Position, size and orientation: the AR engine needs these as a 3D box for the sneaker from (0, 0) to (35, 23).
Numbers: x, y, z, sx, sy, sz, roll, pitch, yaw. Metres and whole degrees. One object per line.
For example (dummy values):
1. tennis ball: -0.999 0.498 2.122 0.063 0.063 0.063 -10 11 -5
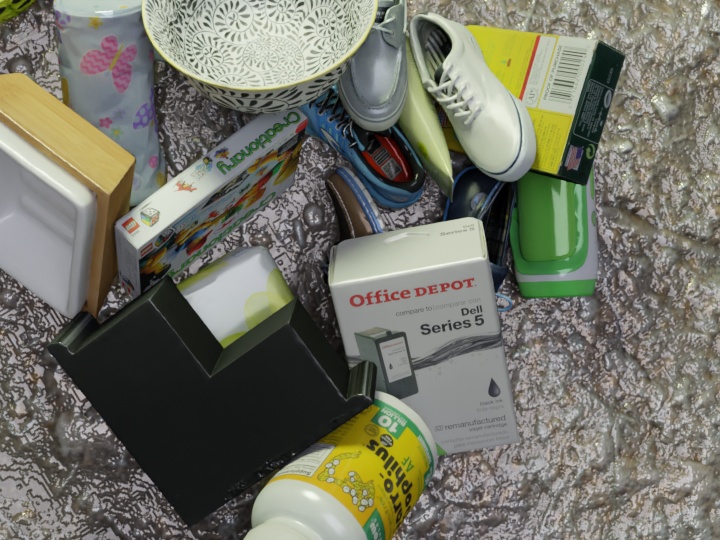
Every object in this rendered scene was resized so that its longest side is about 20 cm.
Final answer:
1. sneaker: -0.311 -0.314 1.060 0.083 0.074 0.201 31 74 -12

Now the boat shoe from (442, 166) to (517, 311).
1. boat shoe: 0.110 -0.005 1.128 0.084 0.068 0.202 6 89 -43

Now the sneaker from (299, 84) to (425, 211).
1. sneaker: -0.004 -0.146 1.109 0.200 0.090 0.079 43 82 -8

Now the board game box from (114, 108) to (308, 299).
1. board game box: -0.136 -0.063 1.041 0.200 0.126 0.035 -41 79 -22

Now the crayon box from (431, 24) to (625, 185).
1. crayon box: 0.149 -0.166 1.103 0.050 0.199 0.128 12 97 -42

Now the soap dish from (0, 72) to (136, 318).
1. soap dish: -0.273 -0.064 0.994 0.157 0.201 0.081 36 55 8

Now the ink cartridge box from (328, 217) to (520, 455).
1. ink cartridge box: 0.060 0.068 1.060 0.144 0.084 0.202 -10 116 7

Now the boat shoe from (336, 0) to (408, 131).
1. boat shoe: 0.009 -0.233 1.065 0.069 0.072 0.203 -2 74 0

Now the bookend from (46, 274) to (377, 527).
1. bookend: -0.123 0.076 0.980 0.198 0.092 0.201 -35 101 11

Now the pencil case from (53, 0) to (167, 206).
1. pencil case: -0.220 -0.156 1.025 0.090 0.083 0.202 -17 127 -24

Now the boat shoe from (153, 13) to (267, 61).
1. boat shoe: -0.175 -0.241 1.082 0.200 0.086 0.075 10 111 -15

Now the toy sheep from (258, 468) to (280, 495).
1. toy sheep: -0.031 0.275 1.077 0.137 0.138 0.201 -31 91 -10

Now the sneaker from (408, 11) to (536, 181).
1. sneaker: 0.095 -0.163 1.070 0.070 0.201 0.073 13 129 -42

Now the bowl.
1. bowl: -0.085 -0.203 0.997 0.198 0.095 0.203 0 57 -1

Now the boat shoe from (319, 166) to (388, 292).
1. boat shoe: 0.000 0.000 1.117 0.072 0.072 0.202 -23 95 -7

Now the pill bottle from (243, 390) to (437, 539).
1. pill bottle: -0.023 0.201 0.973 0.113 0.112 0.200 52 42 -7

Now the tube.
1. tube: 0.048 -0.164 1.115 0.058 0.052 0.202 -12 74 -49

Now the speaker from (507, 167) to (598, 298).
1. speaker: 0.194 -0.075 1.152 0.087 0.088 0.203 -2 90 -12

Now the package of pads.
1. package of pads: -0.144 0.082 1.089 0.199 0.068 0.156 -29 96 -11
